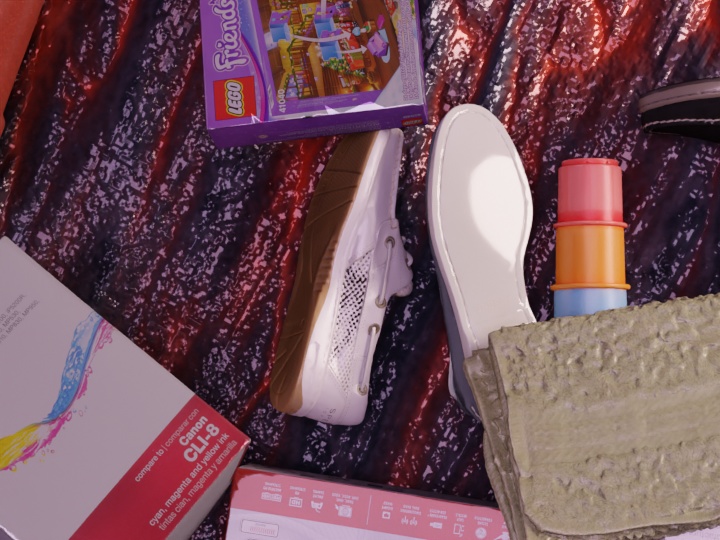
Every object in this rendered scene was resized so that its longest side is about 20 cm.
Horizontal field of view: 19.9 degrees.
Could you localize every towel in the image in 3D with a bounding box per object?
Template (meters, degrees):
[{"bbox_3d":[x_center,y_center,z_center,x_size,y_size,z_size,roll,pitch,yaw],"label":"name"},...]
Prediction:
[{"bbox_3d":[0.170,0.090,1.223,0.198,0.037,0.149,-12,69,-2],"label":"towel"}]

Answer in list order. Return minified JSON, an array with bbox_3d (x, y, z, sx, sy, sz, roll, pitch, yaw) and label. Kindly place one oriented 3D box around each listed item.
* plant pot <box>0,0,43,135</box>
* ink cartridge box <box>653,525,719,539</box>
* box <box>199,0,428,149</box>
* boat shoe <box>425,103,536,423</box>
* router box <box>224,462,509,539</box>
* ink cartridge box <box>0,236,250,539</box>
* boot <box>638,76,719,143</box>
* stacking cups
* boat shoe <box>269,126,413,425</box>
[{"bbox_3d":[-0.281,-0.176,1.274,0.200,0.201,0.196,23,83,6],"label":"plant pot"},{"bbox_3d":[0.241,0.247,1.255,0.145,0.084,0.202,7,88,6],"label":"ink cartridge box"},{"bbox_3d":[-0.033,-0.183,1.293,0.136,0.039,0.202,-6,73,6],"label":"box"},{"bbox_3d":[0.069,-0.001,1.287,0.072,0.062,0.202,-10,90,-25],"label":"boat shoe"},{"bbox_3d":[0.008,0.226,1.297,0.198,0.049,0.181,8,89,6],"label":"router box"},{"bbox_3d":[-0.194,0.111,1.251,0.200,0.145,0.145,39,66,5],"label":"ink cartridge box"},{"bbox_3d":[0.268,-0.040,1.270,0.198,0.073,0.152,4,89,0],"label":"boot"},{"bbox_3d":[0.146,0.031,1.282,0.060,0.061,0.202,0,89,6],"label":"stacking cups"},{"bbox_3d":[0.000,0.000,1.301,0.069,0.071,0.202,18,82,-20],"label":"boat shoe"}]
